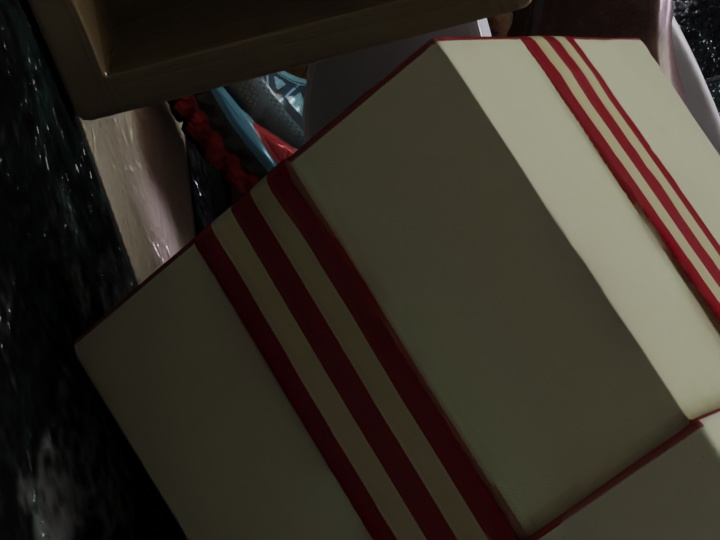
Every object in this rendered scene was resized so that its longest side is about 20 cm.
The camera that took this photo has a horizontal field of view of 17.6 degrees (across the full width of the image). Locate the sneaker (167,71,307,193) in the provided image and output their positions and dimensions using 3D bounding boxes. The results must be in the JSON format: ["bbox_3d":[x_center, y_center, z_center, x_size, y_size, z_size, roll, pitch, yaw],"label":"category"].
[{"bbox_3d":[0.010,-0.047,0.911,0.200,0.096,0.079,37,-5,-27],"label":"sneaker"}]

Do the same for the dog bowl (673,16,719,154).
[{"bbox_3d":[0.146,-0.097,1.274,0.200,0.059,0.200,53,22,-32],"label":"dog bowl"}]

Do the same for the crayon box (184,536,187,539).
[{"bbox_3d":[-0.019,0.114,0.818,0.200,0.051,0.127,-92,165,-49],"label":"crayon box"}]

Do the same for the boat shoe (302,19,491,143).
[{"bbox_3d":[0.024,-0.021,0.844,0.065,0.073,0.201,-42,134,-65],"label":"boat shoe"}]

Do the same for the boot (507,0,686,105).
[{"bbox_3d":[0.074,-0.099,1.027,0.200,0.072,0.167,26,-61,51],"label":"boot"}]

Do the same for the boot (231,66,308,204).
[{"bbox_3d":[0.000,0.000,1.036,0.155,0.073,0.201,25,54,-78],"label":"boot"}]

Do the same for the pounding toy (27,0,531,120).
[{"bbox_3d":[-0.033,-0.187,0.744,0.142,0.184,0.200,-92,165,-53],"label":"pounding toy"}]

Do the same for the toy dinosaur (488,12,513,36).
[{"bbox_3d":[-0.009,-0.148,0.950,0.135,0.200,0.086,21,88,-52],"label":"toy dinosaur"}]

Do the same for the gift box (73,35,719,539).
[{"bbox_3d":[0.062,0.043,0.719,0.200,0.184,0.187,-12,67,-56],"label":"gift box"}]
